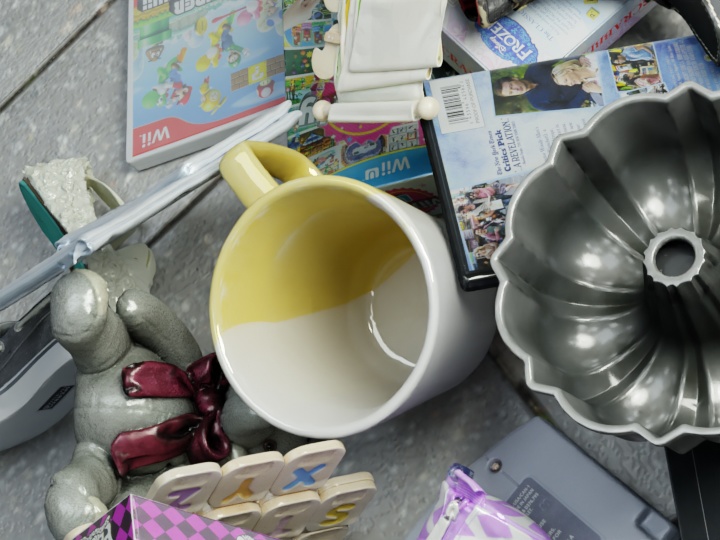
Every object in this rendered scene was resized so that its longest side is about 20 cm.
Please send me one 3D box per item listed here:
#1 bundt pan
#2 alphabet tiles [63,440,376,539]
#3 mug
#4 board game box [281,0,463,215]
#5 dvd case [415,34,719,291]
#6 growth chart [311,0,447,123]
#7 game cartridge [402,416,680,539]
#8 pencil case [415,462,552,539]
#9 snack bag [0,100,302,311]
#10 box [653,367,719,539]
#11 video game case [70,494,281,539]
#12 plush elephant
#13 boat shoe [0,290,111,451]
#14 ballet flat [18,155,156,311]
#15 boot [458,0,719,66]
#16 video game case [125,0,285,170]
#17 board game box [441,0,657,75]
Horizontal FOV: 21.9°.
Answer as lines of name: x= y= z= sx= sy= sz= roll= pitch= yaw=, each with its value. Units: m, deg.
bundt pan: x=0.176 y=0.006 z=0.986 sx=0.201 sy=0.076 sz=0.203 roll=-10 pitch=65 yaw=21
alphabet tiles: x=-0.089 y=0.163 z=1.099 sx=0.015 sy=0.199 sz=0.196 roll=65 pitch=145 yaw=27
mug: x=0.008 y=0.004 z=1.128 sx=0.149 sy=0.153 sz=0.187 roll=-10 pitch=84 yaw=27
board game box: x=0.026 y=-0.135 z=1.250 sx=0.147 sy=0.064 sz=0.201 roll=-13 pitch=66 yaw=22
dvd case: x=0.142 y=-0.067 z=1.095 sx=0.199 sy=0.018 sz=0.143 roll=-10 pitch=61 yaw=-4
growth chart: x=0.023 y=-0.182 z=1.128 sx=0.145 sy=0.018 sz=0.201 roll=21 pitch=100 yaw=55
game cartridge: x=0.079 y=0.191 z=1.089 sx=0.200 sy=0.041 sz=0.133 roll=-51 pitch=55 yaw=1
pencil case: x=0.033 y=0.210 z=1.033 sx=0.084 sy=0.085 sz=0.200 roll=26 pitch=84 yaw=37
snack bag: x=-0.153 y=-0.035 z=1.206 sx=0.200 sy=0.021 sz=0.188 roll=-36 pitch=7 yaw=-38
box: x=0.245 y=0.136 z=0.982 sx=0.141 sy=0.079 sz=0.201 roll=-16 pitch=60 yaw=20
video game case: x=-0.109 y=0.207 z=1.071 sx=0.181 sy=0.200 sz=0.036 roll=-38 pitch=47 yaw=31
plush elephant: x=-0.102 y=0.096 z=1.185 sx=0.154 sy=0.200 sz=0.165 roll=0 pitch=79 yaw=8
boat shoe: x=-0.237 y=0.069 z=1.294 sx=0.200 sy=0.072 sz=0.068 roll=-39 pitch=66 yaw=40
ballet flat: x=-0.187 y=-0.016 z=1.343 sx=0.072 sy=0.072 sz=0.200 roll=-40 pitch=54 yaw=10
boot: x=0.137 y=-0.183 z=1.119 sx=0.150 sy=0.073 sz=0.200 roll=-22 pitch=64 yaw=-5
video game case: x=-0.115 y=-0.184 z=1.405 sx=0.143 sy=0.017 sz=0.201 roll=-17 pitch=60 yaw=25
board game box: x=0.104 y=-0.225 z=1.202 sx=0.199 sy=0.041 sz=0.200 roll=-40 pitch=69 yaw=-11
